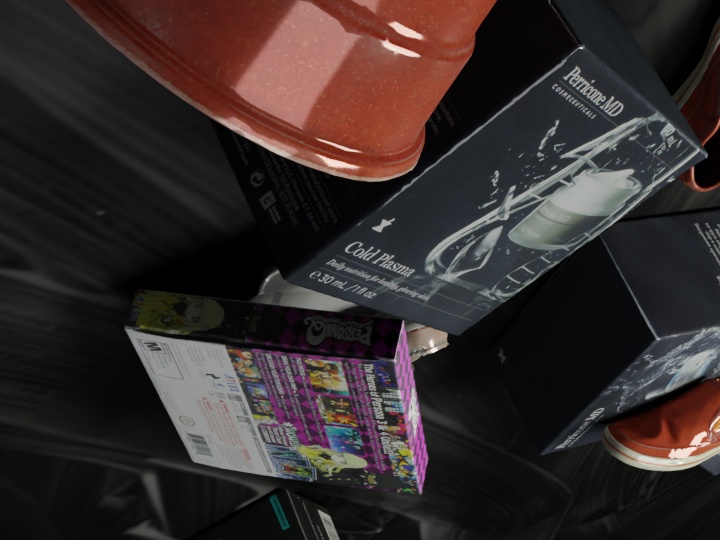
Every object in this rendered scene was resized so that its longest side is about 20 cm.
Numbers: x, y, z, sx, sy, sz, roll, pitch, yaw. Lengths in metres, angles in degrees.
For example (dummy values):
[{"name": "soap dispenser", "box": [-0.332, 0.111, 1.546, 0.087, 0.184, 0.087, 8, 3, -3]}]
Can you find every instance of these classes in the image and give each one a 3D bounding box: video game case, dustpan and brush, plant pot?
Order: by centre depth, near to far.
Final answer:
[{"name": "plant pot", "box": [0.003, -0.173, 0.462, 0.200, 0.202, 0.196, 9, 129, -50]}, {"name": "video game case", "box": [-0.050, 0.087, 0.904, 0.179, 0.036, 0.201, 6, 148, 13]}, {"name": "dustpan and brush", "box": [0.000, 0.000, 0.932, 0.197, 0.058, 0.140, -10, 162, -18]}]

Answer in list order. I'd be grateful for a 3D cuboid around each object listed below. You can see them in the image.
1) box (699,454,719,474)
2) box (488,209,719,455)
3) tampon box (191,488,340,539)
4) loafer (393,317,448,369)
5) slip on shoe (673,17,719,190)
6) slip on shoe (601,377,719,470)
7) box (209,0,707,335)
[{"name": "box", "box": [0.416, 0.111, 1.418, 0.199, 0.118, 0.196, -34, 154, 14]}, {"name": "box", "box": [0.254, 0.053, 1.178, 0.198, 0.118, 0.197, -7, 149, -32]}, {"name": "tampon box", "box": [-0.110, 0.339, 1.334, 0.198, 0.151, 0.126, -29, 154, 8]}, {"name": "loafer", "box": [-0.009, 0.078, 0.969, 0.199, 0.064, 0.071, -19, 177, 41]}, {"name": "slip on shoe", "box": [0.263, -0.129, 0.895, 0.073, 0.062, 0.201, -10, 149, -26]}, {"name": "slip on shoe", "box": [0.299, 0.125, 1.156, 0.197, 0.074, 0.062, -10, 117, -17]}, {"name": "box", "box": [0.059, -0.078, 0.751, 0.196, 0.125, 0.199, -39, 152, 20]}]
